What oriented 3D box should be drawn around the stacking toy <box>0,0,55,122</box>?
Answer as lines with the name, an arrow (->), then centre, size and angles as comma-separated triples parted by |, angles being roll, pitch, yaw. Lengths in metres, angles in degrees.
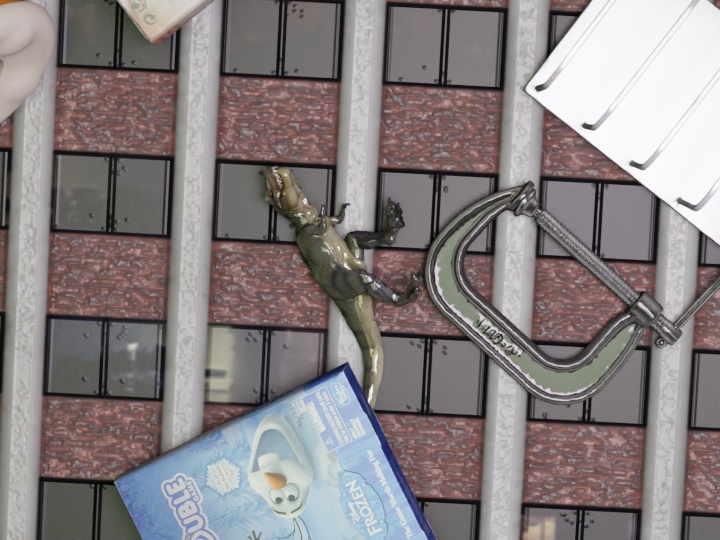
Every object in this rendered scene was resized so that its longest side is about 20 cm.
stacking toy -> -0.336, -0.198, 1.670 | 0.146, 0.146, 0.200 | -43, 74, 3

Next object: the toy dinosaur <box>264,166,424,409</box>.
toy dinosaur -> 0.000, 0.000, 1.703 | 0.088, 0.047, 0.201 | -23, 96, 19

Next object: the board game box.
board game box -> -0.054, 0.203, 1.707 | 0.198, 0.043, 0.201 | -26, 93, 8

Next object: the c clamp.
c clamp -> 0.156, 0.007, 1.716 | 0.200, 0.027, 0.171 | 36, 98, -3

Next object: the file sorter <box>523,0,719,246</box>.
file sorter -> 0.243, -0.126, 1.655 | 0.200, 0.125, 0.139 | 38, 93, -2

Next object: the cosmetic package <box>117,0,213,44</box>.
cosmetic package -> -0.100, -0.261, 1.660 | 0.200, 0.103, 0.087 | -39, 94, 4
